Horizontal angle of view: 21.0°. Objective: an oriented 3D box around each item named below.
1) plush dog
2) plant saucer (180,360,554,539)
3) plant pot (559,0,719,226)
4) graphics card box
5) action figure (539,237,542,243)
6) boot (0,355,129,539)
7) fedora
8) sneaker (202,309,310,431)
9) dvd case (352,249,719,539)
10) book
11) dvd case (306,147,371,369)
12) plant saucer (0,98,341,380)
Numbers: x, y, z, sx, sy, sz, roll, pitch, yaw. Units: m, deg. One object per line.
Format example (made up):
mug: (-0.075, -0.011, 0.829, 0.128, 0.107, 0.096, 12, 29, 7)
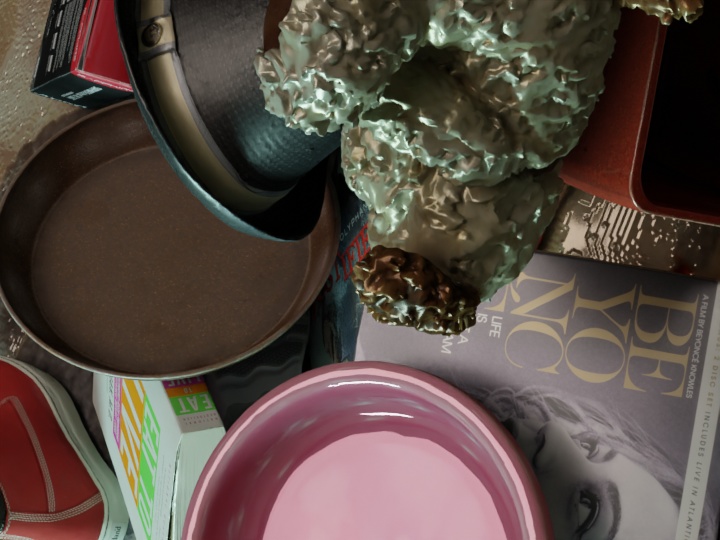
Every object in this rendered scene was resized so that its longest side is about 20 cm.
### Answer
plush dog: (0.046, -0.067, 0.789, 0.201, 0.159, 0.173, -68, -10, -54)
plant saucer: (0.007, 0.146, 0.949, 0.199, 0.051, 0.203, -4, 81, 26)
plant pot: (0.154, -0.122, 0.900, 0.176, 0.199, 0.202, 12, 93, 54)
graphics card box: (-0.168, -0.176, 1.276, 0.200, 0.050, 0.127, -178, 102, -71)
action figure: (0.068, -0.057, 1.052, 0.099, 0.065, 0.202, -41, 51, 45)
boot: (-0.254, 0.111, 1.265, 0.200, 0.143, 0.073, 42, 112, 44)
fedora: (-0.045, -0.120, 1.041, 0.091, 0.200, 0.202, -24, 62, 27)
sneaker: (-0.070, 0.074, 1.140, 0.082, 0.074, 0.202, 133, 133, -60)
dvd case: (0.088, 0.065, 0.967, 0.198, 0.016, 0.150, 10, 90, 19)
book: (-0.119, 0.083, 1.152, 0.200, 0.048, 0.135, -121, 29, -50)
dvd case: (0.000, 0.000, 1.097, 0.146, 0.022, 0.202, 130, 137, -56)
plant saucer: (-0.109, -0.015, 1.106, 0.198, 0.035, 0.202, -2, 53, 2)
